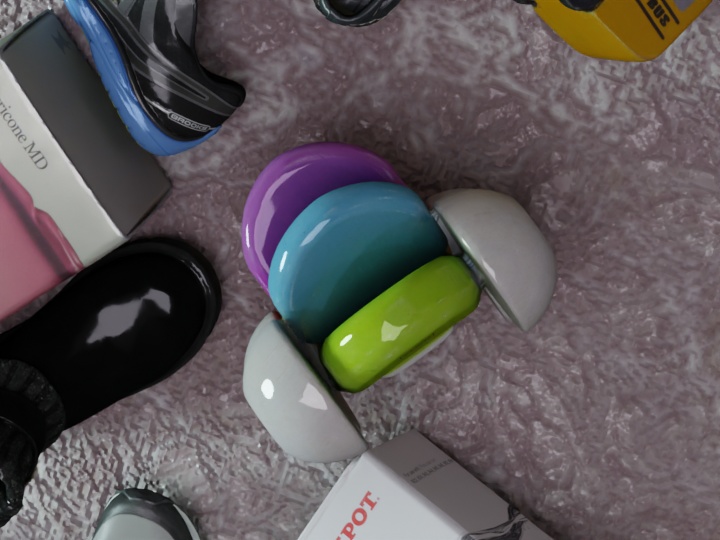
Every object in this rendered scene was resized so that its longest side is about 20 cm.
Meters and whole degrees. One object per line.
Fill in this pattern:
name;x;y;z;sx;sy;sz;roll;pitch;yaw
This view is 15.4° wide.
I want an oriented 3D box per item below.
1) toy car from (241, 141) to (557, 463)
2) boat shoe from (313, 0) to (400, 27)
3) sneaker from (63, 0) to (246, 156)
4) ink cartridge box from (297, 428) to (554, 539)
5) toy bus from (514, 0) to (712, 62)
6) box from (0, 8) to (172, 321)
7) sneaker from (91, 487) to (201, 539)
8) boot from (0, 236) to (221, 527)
toy car;0.000;0.000;1.424;0.175;0.200;0.150;-35;93;0
boat shoe;0.030;-0.214;1.415;0.074;0.066;0.200;35;110;-1
sneaker;-0.124;-0.163;1.465;0.082;0.071;0.200;-25;103;2
ink cartridge box;0.054;0.209;1.512;0.200;0.084;0.146;39;110;14
toy bus;0.095;-0.195;1.374;0.078;0.065;0.200;-45;115;-14
box;-0.228;-0.033;1.496;0.199;0.109;0.128;-32;99;18
sneaker;-0.138;0.225;1.580;0.074;0.079;0.201;12;108;8
boot;-0.179;0.071;1.495;0.211;0.158;0.080;-33;100;18
